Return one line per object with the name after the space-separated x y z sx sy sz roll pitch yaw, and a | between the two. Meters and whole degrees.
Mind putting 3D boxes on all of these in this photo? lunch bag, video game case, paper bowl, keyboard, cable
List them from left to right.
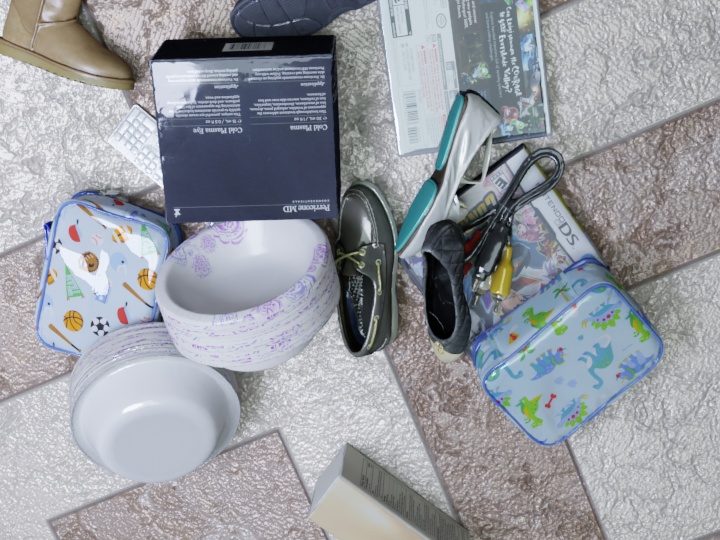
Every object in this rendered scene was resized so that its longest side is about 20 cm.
-0.303 0.007 1.372 0.158 0.076 0.203 17 106 2 | lunch bag
-0.238 0.167 1.352 0.197 0.105 0.203 -7 129 -9 | paper bowl
-0.205 -0.110 1.368 0.199 0.011 0.056 40 103 -7 | keyboard
-0.121 0.031 1.292 0.197 0.202 0.105 -10 127 6 | paper bowl
0.117 -0.240 1.309 0.179 0.023 0.203 -7 103 6 | video game case
0.162 -0.017 1.361 0.199 0.026 0.182 -36 100 11 | video game case
0.159 -0.056 1.329 0.096 0.050 0.202 28 93 14 | cable
0.240 0.099 1.345 0.200 0.083 0.161 -41 116 13 | lunch bag

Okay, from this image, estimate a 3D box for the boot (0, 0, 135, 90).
-0.314 -0.318 1.294 0.172 0.066 0.203 17 103 -1 | boot

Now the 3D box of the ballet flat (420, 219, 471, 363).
0.088 0.029 1.312 0.066 0.057 0.202 26 139 33 | ballet flat

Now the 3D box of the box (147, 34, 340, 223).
-0.122 -0.158 1.285 0.196 0.104 0.185 -1 113 1 | box

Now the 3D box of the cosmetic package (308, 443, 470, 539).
0.037 0.311 1.413 0.199 0.105 0.071 37 104 -4 | cosmetic package

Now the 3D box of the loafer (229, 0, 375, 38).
-0.051 -0.312 1.289 0.197 0.064 0.072 -16 132 17 | loafer

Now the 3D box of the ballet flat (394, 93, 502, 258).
0.104 -0.097 1.305 0.069 0.069 0.202 22 102 -2 | ballet flat

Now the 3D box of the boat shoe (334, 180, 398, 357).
0.003 0.000 1.348 0.071 0.060 0.205 4 107 33 | boat shoe
